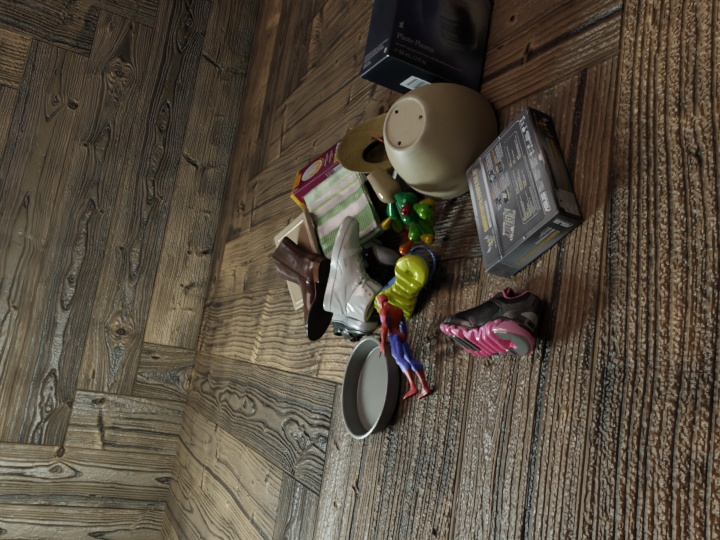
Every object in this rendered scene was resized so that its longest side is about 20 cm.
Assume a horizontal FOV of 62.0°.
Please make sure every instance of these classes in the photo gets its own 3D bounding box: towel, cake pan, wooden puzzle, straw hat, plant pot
[{"bbox_3d":[-0.040,-0.124,1.287,0.152,0.023,0.202,-34,58,20],"label":"towel"},{"bbox_3d":[0.019,0.235,1.202,0.200,0.036,0.203,-39,44,53],"label":"cake pan"},{"bbox_3d":[-0.131,-0.021,1.382,0.199,0.037,0.188,-32,72,56],"label":"wooden puzzle"},{"bbox_3d":[0.055,-0.246,1.284,0.086,0.198,0.203,64,-171,-46],"label":"straw hat"},{"bbox_3d":[0.115,-0.234,1.030,0.198,0.133,0.204,-7,80,43],"label":"plant pot"}]

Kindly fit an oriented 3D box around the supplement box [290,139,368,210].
[{"bbox_3d":[-0.063,-0.229,1.435,0.199,0.086,0.111,-31,31,26],"label":"supplement box"}]

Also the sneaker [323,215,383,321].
[{"bbox_3d":[0.000,0.000,1.191,0.114,0.073,0.203,17,108,21],"label":"sneaker"}]

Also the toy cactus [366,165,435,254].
[{"bbox_3d":[0.069,-0.111,1.090,0.102,0.165,0.200,-41,4,0],"label":"toy cactus"}]

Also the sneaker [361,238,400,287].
[{"bbox_3d":[0.009,-0.011,1.292,0.200,0.075,0.115,37,109,60],"label":"sneaker"}]

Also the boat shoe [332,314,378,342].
[{"bbox_3d":[-0.014,0.125,1.302,0.200,0.067,0.058,-177,91,-71],"label":"boat shoe"}]

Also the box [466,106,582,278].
[{"bbox_3d":[0.235,-0.115,0.895,0.159,0.048,0.203,-49,37,47],"label":"box"}]

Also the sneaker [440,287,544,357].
[{"bbox_3d":[0.196,0.072,0.886,0.096,0.079,0.199,-61,21,-18],"label":"sneaker"}]

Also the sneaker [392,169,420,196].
[{"bbox_3d":[0.126,-0.199,1.144,0.202,0.075,0.088,-63,34,28],"label":"sneaker"}]

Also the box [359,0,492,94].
[{"bbox_3d":[0.123,-0.437,1.109,0.123,0.197,0.202,-6,73,64],"label":"box"}]

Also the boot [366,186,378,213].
[{"bbox_3d":[-0.014,-0.154,1.440,0.132,0.069,0.202,-55,43,34],"label":"boot"}]

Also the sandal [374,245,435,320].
[{"bbox_3d":[0.090,0.026,1.129,0.087,0.079,0.201,-49,-6,-41],"label":"sandal"}]

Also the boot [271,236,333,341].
[{"bbox_3d":[-0.135,0.035,1.311,0.199,0.063,0.190,22,106,49],"label":"boot"}]

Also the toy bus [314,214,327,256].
[{"bbox_3d":[-0.083,-0.052,1.404,0.079,0.064,0.202,-112,34,-44],"label":"toy bus"}]

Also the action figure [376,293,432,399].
[{"bbox_3d":[0.067,0.131,1.073,0.052,0.065,0.203,-39,56,39],"label":"action figure"}]
